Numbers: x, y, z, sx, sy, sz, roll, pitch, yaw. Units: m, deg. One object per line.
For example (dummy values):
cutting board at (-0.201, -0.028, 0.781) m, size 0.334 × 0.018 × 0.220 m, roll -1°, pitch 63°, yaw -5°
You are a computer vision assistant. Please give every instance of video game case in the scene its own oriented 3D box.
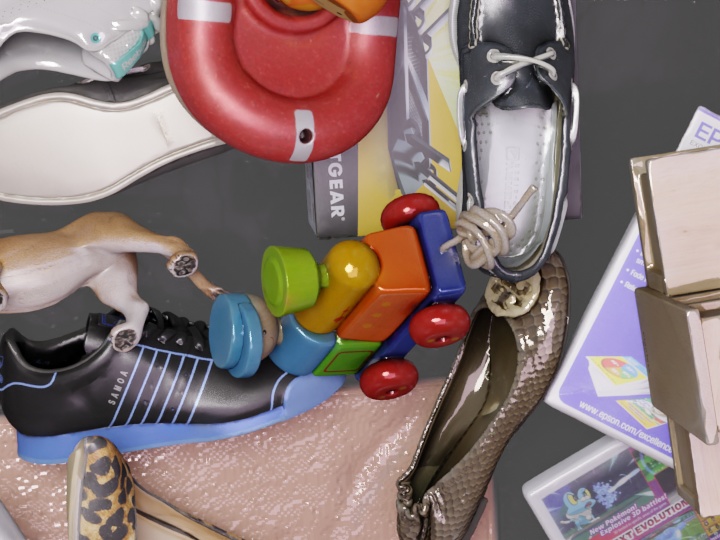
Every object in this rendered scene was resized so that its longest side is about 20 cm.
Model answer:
video game case at (0.228, 0.159, 1.338) m, size 0.200 × 0.023 × 0.182 m, roll -30°, pitch 105°, yaw 1°

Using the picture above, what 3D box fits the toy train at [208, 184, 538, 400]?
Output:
toy train at (0.000, 0.000, 1.153) m, size 0.116 × 0.200 × 0.085 m, roll -3°, pitch 64°, yaw -26°

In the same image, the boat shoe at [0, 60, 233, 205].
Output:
boat shoe at (-0.128, -0.082, 1.223) m, size 0.200 × 0.057 × 0.067 m, roll -15°, pitch 99°, yaw 2°

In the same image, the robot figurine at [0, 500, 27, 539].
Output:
robot figurine at (-0.255, 0.185, 1.231) m, size 0.169 × 0.113 × 0.200 m, roll -32°, pitch 105°, yaw 20°

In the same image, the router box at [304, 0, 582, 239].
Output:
router box at (0.043, -0.124, 1.232) m, size 0.157 × 0.052 × 0.200 m, roll -5°, pitch 103°, yaw -7°

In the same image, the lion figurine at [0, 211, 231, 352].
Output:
lion figurine at (-0.183, -0.002, 1.216) m, size 0.200 × 0.123 × 0.073 m, roll -2°, pitch 116°, yaw -24°

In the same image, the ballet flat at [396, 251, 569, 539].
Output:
ballet flat at (0.067, 0.077, 1.268) m, size 0.046 × 0.067 × 0.200 m, roll 13°, pitch 108°, yaw -35°

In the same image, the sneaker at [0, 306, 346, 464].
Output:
sneaker at (-0.111, 0.055, 1.243) m, size 0.200 × 0.070 × 0.078 m, roll -12°, pitch 111°, yaw -4°

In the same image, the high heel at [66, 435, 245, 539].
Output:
high heel at (-0.094, 0.147, 1.232) m, size 0.142 × 0.072 × 0.200 m, roll -3°, pitch 143°, yaw -3°

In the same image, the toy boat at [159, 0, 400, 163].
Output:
toy boat at (-0.026, -0.153, 1.112) m, size 0.130 × 0.131 × 0.200 m, roll 0°, pitch 102°, yaw -25°

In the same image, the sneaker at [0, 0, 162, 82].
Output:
sneaker at (-0.126, -0.145, 1.174) m, size 0.200 × 0.089 × 0.075 m, roll -16°, pitch 147°, yaw -5°

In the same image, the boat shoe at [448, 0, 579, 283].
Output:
boat shoe at (0.088, -0.093, 1.186) m, size 0.075 × 0.060 × 0.200 m, roll -5°, pitch 104°, yaw -7°

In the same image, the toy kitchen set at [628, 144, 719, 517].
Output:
toy kitchen set at (0.254, 0.026, 1.178) m, size 0.180 × 0.163 × 0.200 m, roll -9°, pitch 94°, yaw -1°

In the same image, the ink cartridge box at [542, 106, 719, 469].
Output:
ink cartridge box at (0.239, 0.033, 1.280) m, size 0.198 × 0.043 × 0.200 m, roll 27°, pitch 94°, yaw -3°
